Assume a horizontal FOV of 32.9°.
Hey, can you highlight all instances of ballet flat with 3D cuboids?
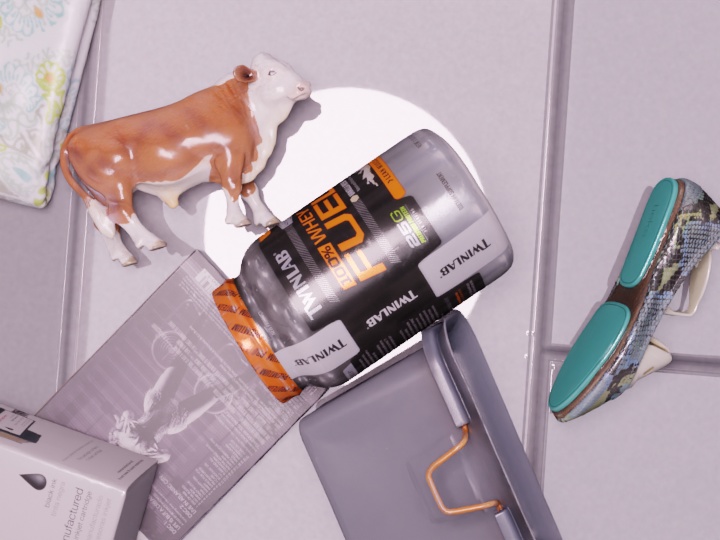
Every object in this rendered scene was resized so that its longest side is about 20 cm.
[{"bbox_3d":[0.212,0.032,0.897,0.073,0.074,0.202,28,94,3],"label":"ballet flat"}]

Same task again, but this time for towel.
[{"bbox_3d":[-0.298,-0.166,0.934,0.168,0.048,0.203,14,90,4],"label":"towel"}]

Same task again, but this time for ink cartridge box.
[{"bbox_3d":[-0.268,0.183,0.895,0.197,0.084,0.148,18,98,5],"label":"ink cartridge box"}]

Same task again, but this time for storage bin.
[{"bbox_3d":[0.047,0.152,0.872,0.133,0.145,0.203,-25,88,12],"label":"storage bin"}]

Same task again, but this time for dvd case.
[{"bbox_3d":[-0.144,0.108,0.936,0.200,0.016,0.149,-45,88,0],"label":"dvd case"}]

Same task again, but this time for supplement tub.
[{"bbox_3d":[0.000,0.000,0.875,0.199,0.123,0.123,-34,87,-1],"label":"supplement tub"}]

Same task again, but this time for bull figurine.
[{"bbox_3d":[-0.123,-0.084,0.913,0.197,0.065,0.123,-16,85,3],"label":"bull figurine"}]
